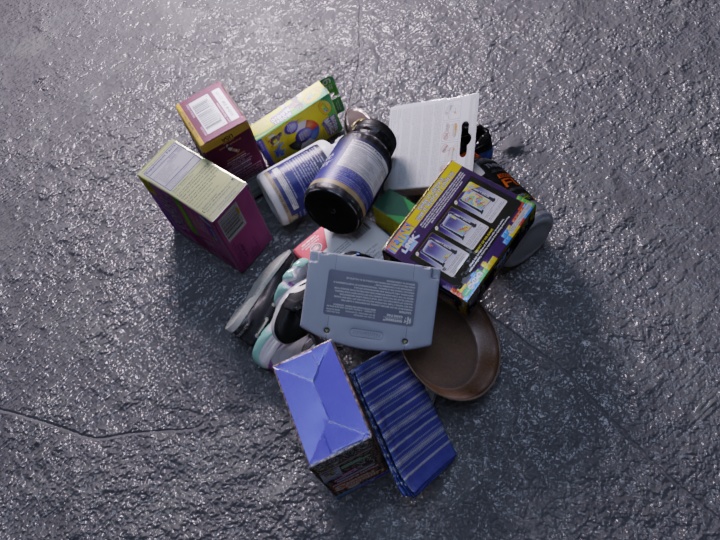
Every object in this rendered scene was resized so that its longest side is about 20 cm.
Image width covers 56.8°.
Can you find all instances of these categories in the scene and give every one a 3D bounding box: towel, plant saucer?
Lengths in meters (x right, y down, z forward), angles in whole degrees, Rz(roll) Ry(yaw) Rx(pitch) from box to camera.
[{"bbox_3d":[0.069,0.218,0.996,0.024,0.144,0.202,-28,85,40],"label":"towel"},{"bbox_3d":[0.135,0.113,1.063,0.198,0.037,0.203,14,60,-25],"label":"plant saucer"}]

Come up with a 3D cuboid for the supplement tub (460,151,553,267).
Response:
[{"bbox_3d":[0.235,-0.114,1.186,0.122,0.123,0.201,-34,62,-10],"label":"supplement tub"}]

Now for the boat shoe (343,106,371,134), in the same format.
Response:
[{"bbox_3d":[0.011,-0.269,1.341,0.071,0.060,0.202,-20,56,-1],"label":"boat shoe"}]

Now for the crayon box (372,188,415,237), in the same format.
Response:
[{"bbox_3d":[0.116,-0.044,1.165,0.199,0.127,0.051,37,72,24],"label":"crayon box"}]

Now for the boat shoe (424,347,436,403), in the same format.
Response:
[{"bbox_3d":[0.098,0.140,1.096,0.070,0.070,0.202,6,62,13],"label":"boat shoe"}]

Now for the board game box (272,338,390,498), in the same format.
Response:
[{"bbox_3d":[-0.039,0.227,0.995,0.096,0.201,0.161,-24,60,-4],"label":"board game box"}]

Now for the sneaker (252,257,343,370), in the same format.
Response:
[{"bbox_3d":[-0.087,0.092,1.136,0.138,0.078,0.203,23,97,12],"label":"sneaker"}]

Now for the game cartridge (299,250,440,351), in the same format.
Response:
[{"bbox_3d":[0.013,0.049,0.985,0.197,0.042,0.135,8,90,1],"label":"game cartridge"}]

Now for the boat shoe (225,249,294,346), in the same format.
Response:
[{"bbox_3d":[-0.166,0.047,1.198,0.060,0.074,0.201,42,49,-15],"label":"boat shoe"}]

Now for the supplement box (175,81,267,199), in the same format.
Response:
[{"bbox_3d":[-0.258,-0.236,1.290,0.102,0.201,0.131,-31,61,-10],"label":"supplement box"}]

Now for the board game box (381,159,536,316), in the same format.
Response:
[{"bbox_3d":[0.157,-0.055,1.059,0.164,0.057,0.201,32,74,24],"label":"board game box"}]

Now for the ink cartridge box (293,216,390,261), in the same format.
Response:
[{"bbox_3d":[0.000,0.000,1.183,0.144,0.084,0.200,-40,61,-14],"label":"ink cartridge box"}]

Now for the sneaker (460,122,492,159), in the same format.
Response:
[{"bbox_3d":[0.155,-0.228,1.269,0.197,0.112,0.078,-7,60,5],"label":"sneaker"}]

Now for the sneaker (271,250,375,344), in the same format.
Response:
[{"bbox_3d":[-0.056,0.039,1.051,0.200,0.112,0.073,-45,105,-14],"label":"sneaker"}]

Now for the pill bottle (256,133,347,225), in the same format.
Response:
[{"bbox_3d":[-0.090,-0.181,1.283,0.198,0.112,0.112,-30,60,-8],"label":"pill bottle"}]

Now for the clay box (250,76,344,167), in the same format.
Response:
[{"bbox_3d":[-0.117,-0.293,1.337,0.199,0.115,0.048,-34,62,-3],"label":"clay box"}]

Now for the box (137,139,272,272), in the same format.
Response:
[{"bbox_3d":[-0.286,-0.118,1.242,0.199,0.177,0.097,32,70,23],"label":"box"}]

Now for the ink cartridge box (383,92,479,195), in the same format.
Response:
[{"bbox_3d":[0.134,-0.224,1.209,0.198,0.057,0.165,2,85,38],"label":"ink cartridge box"}]

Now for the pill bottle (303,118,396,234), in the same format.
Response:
[{"bbox_3d":[-0.011,-0.171,1.176,0.110,0.113,0.201,17,56,18],"label":"pill bottle"}]
